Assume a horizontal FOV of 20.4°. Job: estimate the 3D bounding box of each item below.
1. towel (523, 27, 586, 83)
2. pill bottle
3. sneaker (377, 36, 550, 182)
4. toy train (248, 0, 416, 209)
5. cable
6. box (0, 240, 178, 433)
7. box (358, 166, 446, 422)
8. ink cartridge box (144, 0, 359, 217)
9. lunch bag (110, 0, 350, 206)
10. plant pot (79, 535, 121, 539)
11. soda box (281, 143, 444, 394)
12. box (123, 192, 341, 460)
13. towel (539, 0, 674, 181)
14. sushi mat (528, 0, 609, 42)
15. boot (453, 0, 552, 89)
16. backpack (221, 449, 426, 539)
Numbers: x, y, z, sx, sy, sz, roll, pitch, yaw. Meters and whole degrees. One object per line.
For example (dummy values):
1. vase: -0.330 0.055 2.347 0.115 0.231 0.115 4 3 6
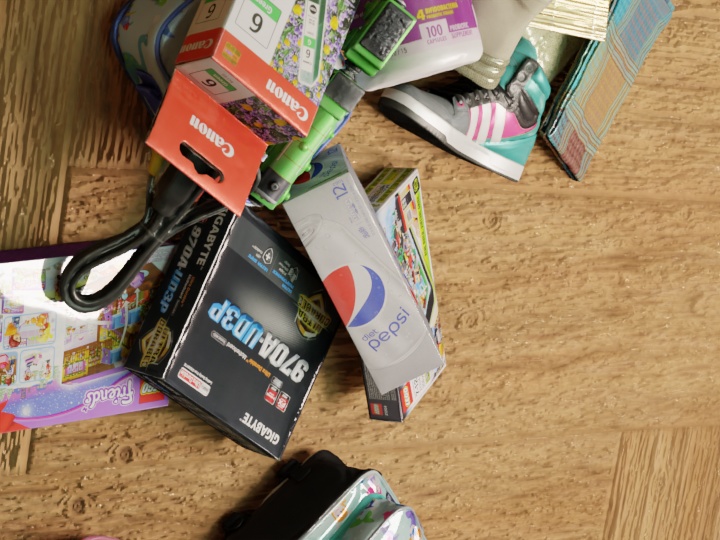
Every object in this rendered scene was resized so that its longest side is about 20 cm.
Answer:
1. towel: 0.196 -0.278 1.875 0.200 0.036 0.149 -45 128 -23
2. pill bottle: 0.026 -0.258 1.649 0.112 0.112 0.202 -18 94 -37
3. sneaker: 0.104 -0.163 1.791 0.199 0.083 0.122 22 93 -52
4. toy train: -0.024 -0.131 1.572 0.042 0.056 0.201 35 92 -13
5. cable: -0.153 -0.048 1.549 0.097 0.050 0.201 30 104 -33
6. box: -0.237 0.050 1.578 0.199 0.039 0.138 -6 107 -42
7. box: 0.030 0.022 1.790 0.110 0.034 0.202 -48 135 -53
8. ink cartridge box: -0.078 -0.155 1.507 0.109 0.050 0.201 38 60 -35
9. lunch bag: -0.103 -0.162 1.605 0.161 0.082 0.201 -48 130 -21
10. plant pot: -0.194 0.345 1.620 0.199 0.200 0.180 28 100 -44
11. soda box: 0.000 0.000 1.678 0.063 0.068 0.201 -25 115 4
12. box: -0.099 0.049 1.667 0.200 0.046 0.160 43 67 -53
13. towel: 0.238 -0.194 1.912 0.201 0.022 0.147 -62 155 -5
14. sushi mat: 0.142 -0.270 1.797 0.198 0.012 0.097 9 100 -22
15. boot: 0.082 -0.271 1.719 0.072 0.200 0.155 -20 151 -48
16. backpack: -0.015 0.285 1.789 0.177 0.150 0.201 -44 133 -25
